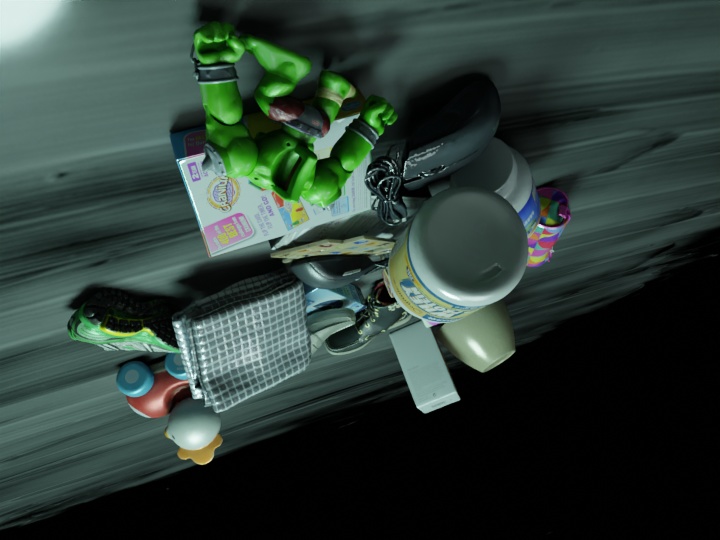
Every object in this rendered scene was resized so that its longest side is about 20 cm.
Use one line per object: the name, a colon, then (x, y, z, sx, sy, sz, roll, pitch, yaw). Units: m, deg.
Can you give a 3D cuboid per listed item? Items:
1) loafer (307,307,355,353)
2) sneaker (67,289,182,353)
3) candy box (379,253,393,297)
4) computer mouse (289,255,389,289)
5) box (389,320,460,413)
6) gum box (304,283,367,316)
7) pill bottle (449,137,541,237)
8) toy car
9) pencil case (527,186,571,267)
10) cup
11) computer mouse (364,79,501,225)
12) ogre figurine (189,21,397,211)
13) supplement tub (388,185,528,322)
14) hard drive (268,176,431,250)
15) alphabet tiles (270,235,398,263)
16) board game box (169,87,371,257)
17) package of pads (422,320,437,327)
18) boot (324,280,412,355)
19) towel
loafer: (-0.098, 0.123, 1.091, 0.199, 0.070, 0.070, -23, 159, 3)
sneaker: (-0.329, 0.081, 0.905, 0.085, 0.078, 0.200, -24, 151, 25)
candy box: (0.135, -0.025, 1.105, 0.199, 0.057, 0.117, -20, 160, -2)
computer mouse: (0.000, 0.000, 0.946, 0.140, 0.046, 0.199, -12, 173, 40)
box: (0.167, 0.247, 1.591, 0.106, 0.201, 0.152, -23, 159, 6)
gum box: (-0.103, 0.068, 1.111, 0.169, 0.045, 0.200, -28, 159, 15)
pill bottle: (0.189, -0.109, 0.872, 0.112, 0.113, 0.200, -27, 159, 14)
toy car: (-0.333, 0.266, 1.152, 0.176, 0.201, 0.185, -19, 159, -6)
pencil case: (0.326, -0.074, 1.131, 0.088, 0.089, 0.200, -21, 160, -1)
cup: (0.316, 0.174, 1.597, 0.200, 0.144, 0.200, -28, 158, -12)
computer mouse: (0.097, -0.133, 0.713, 0.200, 0.053, 0.139, -43, 159, -6)
ogre figurine: (-0.064, -0.127, 0.552, 0.200, 0.098, 0.120, 8, 103, -59)
supplement tub: (0.115, -0.011, 0.802, 0.144, 0.145, 0.200, -17, 170, -12)
hard drive: (-0.014, -0.077, 0.859, 0.199, 0.038, 0.140, -4, 153, -41)
alphabet tiles: (-0.030, -0.028, 0.904, 0.167, 0.008, 0.200, -12, 173, 31)
board game box: (-0.087, -0.103, 0.672, 0.199, 0.040, 0.153, -17, 145, -12)
package of pads: (0.167, 0.030, 1.096, 0.154, 0.068, 0.200, -23, 161, 6)
boot: (0.015, 0.088, 1.240, 0.203, 0.074, 0.154, -25, 158, -8)
towel: (-0.169, 0.104, 0.939, 0.199, 0.085, 0.166, -24, 124, -33)
